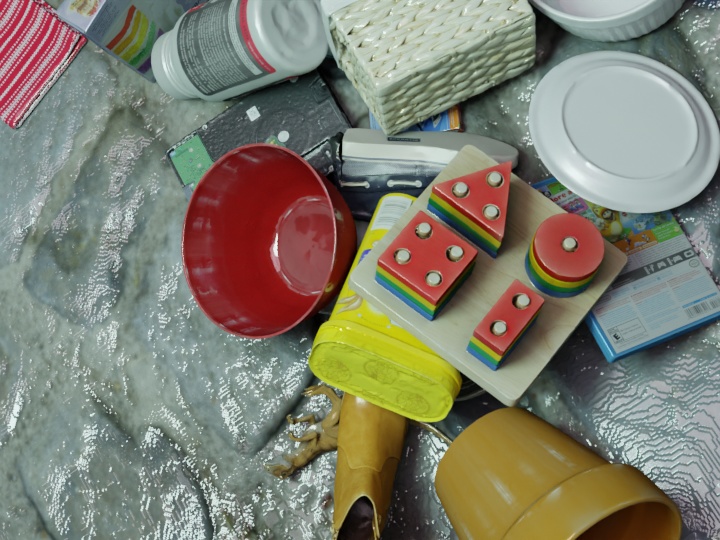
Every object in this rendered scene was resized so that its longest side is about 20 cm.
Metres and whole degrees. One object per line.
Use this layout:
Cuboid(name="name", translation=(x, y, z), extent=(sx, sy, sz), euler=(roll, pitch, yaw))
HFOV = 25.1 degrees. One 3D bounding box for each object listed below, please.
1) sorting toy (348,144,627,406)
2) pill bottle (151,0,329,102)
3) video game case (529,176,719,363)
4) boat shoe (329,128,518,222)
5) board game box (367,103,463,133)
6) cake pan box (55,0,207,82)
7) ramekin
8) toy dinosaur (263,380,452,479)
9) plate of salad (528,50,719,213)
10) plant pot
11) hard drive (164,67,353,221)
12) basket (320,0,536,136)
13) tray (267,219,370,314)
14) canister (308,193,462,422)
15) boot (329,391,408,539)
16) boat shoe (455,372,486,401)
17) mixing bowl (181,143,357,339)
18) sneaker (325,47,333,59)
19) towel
Cuboid(name="sorting toy", translation=(0.127, -0.010, 1.545), extent=(0.200, 0.070, 0.199), euler=(36, 66, 12))
Cuboid(name="pill bottle", translation=(-0.138, -0.247, 1.772), extent=(0.200, 0.111, 0.111), euler=(-12, 71, 44))
Cuboid(name="video game case", translation=(0.261, -0.017, 1.618), extent=(0.143, 0.018, 0.200), euler=(-20, 68, -20))
Cuboid(name="boat shoe", translation=(0.066, -0.096, 1.724), extent=(0.200, 0.075, 0.093), euler=(5, 112, 6))
Cuboid(name="board game box", translation=(0.053, -0.239, 1.781), extent=(0.103, 0.019, 0.200), euler=(-10, 74, 19))
Cuboid(name="cake pan box", translation=(-0.233, -0.328, 1.813), extent=(0.052, 0.184, 0.200), euler=(33, 88, 19))
Cuboid(name="ramekin", translation=(0.261, -0.334, 1.686), extent=(0.200, 0.105, 0.200), euler=(-5, 76, 19))
Cuboid(name="toy dinosaur", translation=(-0.009, 0.159, 1.696), extent=(0.200, 0.060, 0.106), euler=(-19, 103, 9))
Cuboid(name="plate of salad", translation=(0.267, -0.138, 1.646), extent=(0.200, 0.048, 0.200), euler=(4, 60, -7))
Cuboid(name="plant pot", translation=(0.172, 0.235, 1.545), extent=(0.200, 0.200, 0.183), euler=(-47, 51, 3))
Cuboid(name="hard drive", translation=(-0.105, -0.128, 1.799), extent=(0.200, 0.038, 0.140), euler=(-33, 69, 8))
Cuboid(name="basket", translation=(0.077, -0.248, 1.678), extent=(0.200, 0.136, 0.123), euler=(-27, 69, -4))
Cuboid(name="tray", translation=(0.000, 0.000, 1.740), extent=(0.200, 0.022, 0.108), euler=(8, 81, 21))
Cuboid(name="canister", translation=(0.050, 0.033, 1.613), extent=(0.148, 0.087, 0.200), euler=(23, 56, 0))
Cuboid(name="boot", translation=(0.009, 0.193, 1.597), extent=(0.071, 0.144, 0.201), euler=(7, 101, 0))
Cuboid(name="boat shoe", translation=(0.151, 0.054, 1.653), extent=(0.202, 0.060, 0.072), euler=(-42, 67, 5))
Cuboid(name="mixing bowl", translation=(-0.077, -0.028, 1.690), extent=(0.200, 0.108, 0.200), euler=(-2, 86, 34))
Cuboid(name="sneaker", translation=(-0.046, -0.330, 1.803), extent=(0.086, 0.078, 0.200), euler=(-18, 70, 47))
Cuboid(name="towel", translation=(-0.441, -0.281, 1.961), extent=(0.200, 0.022, 0.145), euler=(40, 92, 23))
